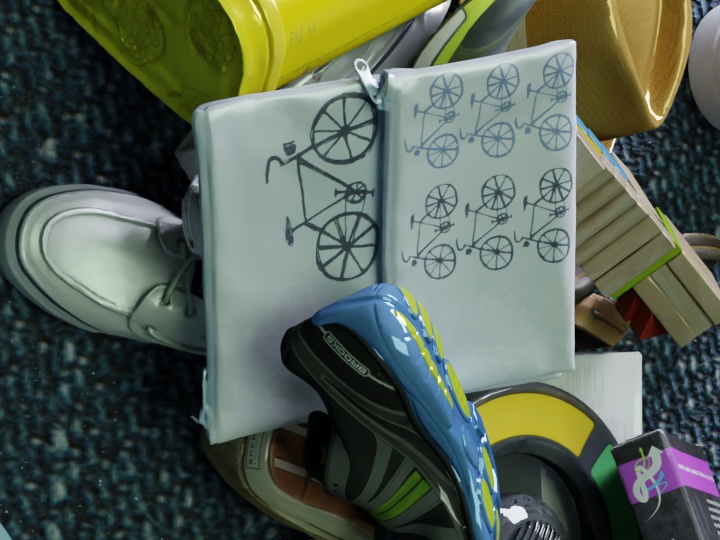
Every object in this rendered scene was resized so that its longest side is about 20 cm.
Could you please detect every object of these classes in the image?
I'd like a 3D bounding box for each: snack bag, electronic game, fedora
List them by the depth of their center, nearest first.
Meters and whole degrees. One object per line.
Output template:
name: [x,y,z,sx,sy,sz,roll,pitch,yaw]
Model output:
snack bag: [0.013,-0.013,1.287,0.200,0.021,0.189,-9,117,-18]
electronic game: [0.081,0.158,1.406,0.200,0.042,0.200,0,91,-43]
fedora: [0.129,-0.137,1.465,0.201,0.082,0.201,-6,97,-55]

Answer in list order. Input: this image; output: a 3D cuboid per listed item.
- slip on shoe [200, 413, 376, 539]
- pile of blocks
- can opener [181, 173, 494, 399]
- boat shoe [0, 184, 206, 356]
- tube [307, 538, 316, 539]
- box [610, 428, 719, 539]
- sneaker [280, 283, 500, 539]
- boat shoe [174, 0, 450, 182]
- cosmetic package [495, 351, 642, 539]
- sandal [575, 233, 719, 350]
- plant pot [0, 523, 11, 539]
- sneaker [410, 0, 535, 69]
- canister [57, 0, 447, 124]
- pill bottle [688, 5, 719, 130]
slip on shoe: [-0.002,0.120,1.400,0.200,0.061,0.076,27,71,-42]
pile of blocks: [0.121,-0.024,1.396,0.062,0.082,0.200,-37,133,10]
can opener: [0.000,0.000,1.323,0.200,0.067,0.053,27,51,-27]
boat shoe: [-0.086,0.004,1.328,0.200,0.067,0.074,18,78,-37]
tube: [-0.092,0.183,1.338,0.200,0.052,0.058,-3,132,-43]
box: [0.194,0.189,1.441,0.143,0.036,0.200,27,42,-73]
sneaker: [0.018,0.092,1.299,0.071,0.083,0.200,-84,154,-53]
boat shoe: [-0.026,-0.110,1.380,0.200,0.072,0.066,-51,119,-20]
cosmetic package: [0.115,0.146,1.499,0.083,0.051,0.200,0,90,-41]
sandal: [0.118,0.022,1.479,0.200,0.082,0.055,-17,89,-34]
plant pot: [-0.233,0.162,1.151,0.201,0.161,0.201,0,91,-39]
sneaker: [0.055,-0.065,1.384,0.200,0.081,0.074,-67,173,23]
canister: [-0.039,-0.169,1.325,0.200,0.149,0.087,-31,153,-37]
pill bottle: [0.291,-0.124,1.545,0.112,0.200,0.112,0,90,-38]
